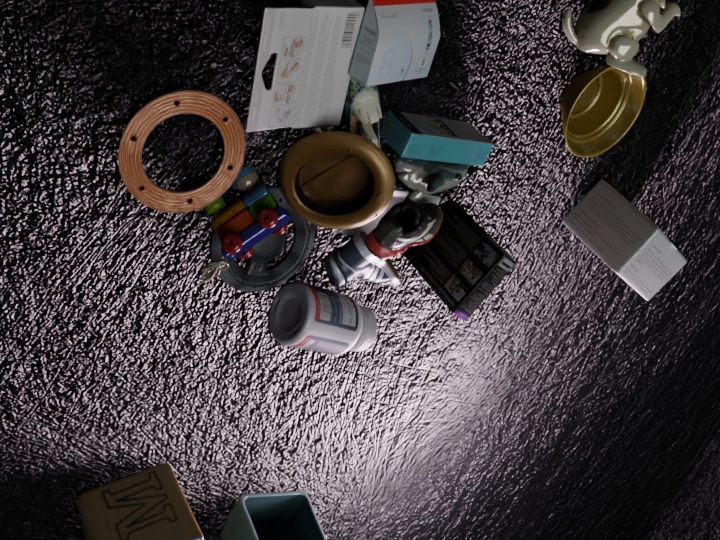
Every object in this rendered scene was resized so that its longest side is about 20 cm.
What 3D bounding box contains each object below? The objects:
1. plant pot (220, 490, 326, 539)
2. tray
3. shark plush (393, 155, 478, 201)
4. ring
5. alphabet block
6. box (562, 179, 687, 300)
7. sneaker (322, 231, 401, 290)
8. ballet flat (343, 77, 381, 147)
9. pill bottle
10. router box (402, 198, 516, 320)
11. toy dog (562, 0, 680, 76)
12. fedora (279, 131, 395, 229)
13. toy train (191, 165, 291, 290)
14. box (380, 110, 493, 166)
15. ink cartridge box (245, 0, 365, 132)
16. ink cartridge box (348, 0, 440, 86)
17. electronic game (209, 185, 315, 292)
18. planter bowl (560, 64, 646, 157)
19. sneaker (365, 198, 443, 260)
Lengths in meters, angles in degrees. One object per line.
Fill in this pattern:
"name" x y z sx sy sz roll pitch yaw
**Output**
"plant pot" -0.213 0.649 2.029 0.195 0.197 0.200 8 130 -41
"tray" 0.055 -0.109 1.672 0.199 0.022 0.108 4 122 -39
"shark plush" 0.156 -0.194 1.634 0.198 0.084 0.091 -20 178 -18
"ring" -0.271 -0.181 1.348 0.199 0.019 0.202 -15 128 -20
"alphabet block" -0.430 0.539 1.747 0.195 0.200 0.197 -15 135 -26
"box" 0.593 -0.067 1.984 0.131 0.200 0.198 -47 139 12
"sneaker" 0.000 0.000 1.694 0.108 0.070 0.200 -33 150 9
"ballet flat" 0.010 -0.247 1.480 0.074 0.074 0.201 -23 137 -18
"pill bottle" -0.066 0.097 1.690 0.199 0.120 0.120 18 114 -45
"router box" 0.187 -0.025 1.711 0.149 0.200 0.051 -49 136 12
"toy dog" 0.475 -0.485 1.592 0.192 0.140 0.201 19 121 -5
"fedora" -0.036 -0.163 1.475 0.198 0.082 0.202 6 128 8
"toy train" -0.222 -0.072 1.432 0.199 0.116 0.085 -34 170 3
"box" 0.137 -0.234 1.576 0.198 0.082 0.049 1 126 -37
"ink cartridge box" -0.093 -0.315 1.356 0.175 0.045 0.201 -10 131 -33
"ink cartridge box" 0.072 -0.393 1.381 0.159 0.047 0.201 -20 139 -45
"electronic game" -0.168 -0.053 1.536 0.198 0.042 0.202 -17 126 -24
"planter bowl" 0.455 -0.329 1.732 0.199 0.084 0.202 -20 135 -21
"sneaker" 0.097 -0.089 1.612 0.200 0.071 0.098 -27 159 -44
